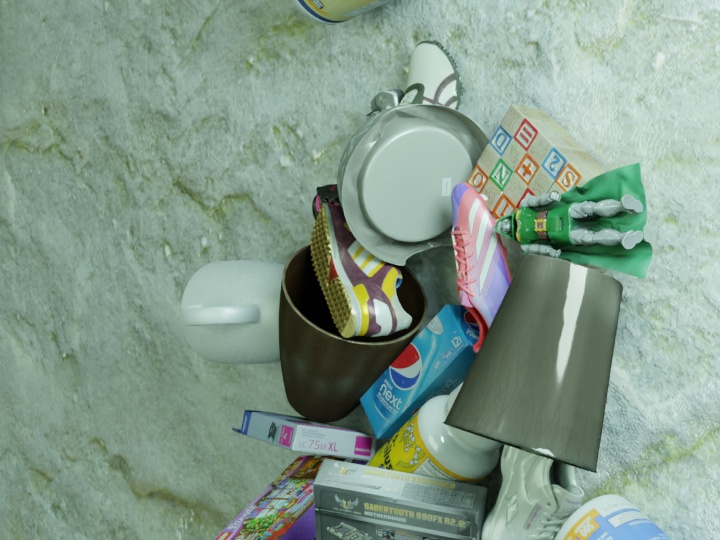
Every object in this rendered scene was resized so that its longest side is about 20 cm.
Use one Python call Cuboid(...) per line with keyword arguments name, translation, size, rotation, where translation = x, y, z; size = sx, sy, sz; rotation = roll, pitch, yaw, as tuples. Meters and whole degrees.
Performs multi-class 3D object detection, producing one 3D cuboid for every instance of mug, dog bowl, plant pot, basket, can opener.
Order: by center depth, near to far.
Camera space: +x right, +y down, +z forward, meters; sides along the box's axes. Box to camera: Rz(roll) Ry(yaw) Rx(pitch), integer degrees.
Cuboid(name="basket", translation=(0.199, 0.094, 1.437), size=(0.180, 0.136, 0.200), rotation=(14, 83, 39))
Cuboid(name="dog bowl", translation=(0.063, -0.108, 1.622), size=(0.059, 0.200, 0.200), rotation=(44, 121, 61))
Cuboid(name="plant pot", translation=(-0.030, 0.097, 1.741), size=(0.187, 0.187, 0.200), rotation=(56, 143, 37))
Cuboid(name="can opener", translation=(0.056, -0.136, 1.744), size=(0.053, 0.067, 0.200), rotation=(-9, 92, 50))
Cuboid(name="mug", translation=(-0.156, 0.059, 1.859), size=(0.175, 0.200, 0.148), rotation=(-1, 90, 43))

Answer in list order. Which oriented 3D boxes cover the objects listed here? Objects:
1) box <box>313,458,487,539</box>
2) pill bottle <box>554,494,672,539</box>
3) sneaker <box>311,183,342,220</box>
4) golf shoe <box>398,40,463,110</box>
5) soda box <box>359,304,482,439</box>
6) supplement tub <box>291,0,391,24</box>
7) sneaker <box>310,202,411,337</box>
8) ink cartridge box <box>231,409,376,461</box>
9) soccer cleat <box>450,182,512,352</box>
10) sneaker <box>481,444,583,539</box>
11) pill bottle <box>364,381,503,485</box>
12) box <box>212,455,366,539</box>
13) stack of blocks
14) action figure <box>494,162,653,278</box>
Cuboid(name="box", translation=(0.046, 0.311, 1.583), size=(0.200, 0.048, 0.159), rotation=(7, 122, 15))
Cuboid(name="pill bottle", translation=(0.293, 0.327, 1.360), size=(0.200, 0.112, 0.112), rotation=(42, 118, 45))
Cuboid(name="sneaker", translation=(-0.017, -0.082, 1.745), size=(0.200, 0.084, 0.077), rotation=(152, 104, -75))
Cuboid(name="golf shoe", translation=(0.078, -0.197, 1.689), size=(0.077, 0.088, 0.200), rotation=(-16, 73, 50))
Cuboid(name="soda box", translation=(0.086, 0.127, 1.661), size=(0.200, 0.068, 0.064), rotation=(-51, 51, 35))
Cuboid(name="supplement tub", translation=(0.004, -0.413, 1.752), size=(0.200, 0.144, 0.145), rotation=(-13, 77, 49))
Cuboid(name="sneaker", translation=(0.000, 0.000, 1.654), size=(0.075, 0.090, 0.200), rotation=(114, 147, -47))
Cuboid(name="ink cartridge box", translation=(-0.078, 0.217, 1.791), size=(0.200, 0.119, 0.042), rotation=(-2, 78, 61))
Cuboid(name="soccer cleat", translation=(0.136, -0.002, 1.561), size=(0.067, 0.076, 0.200), rotation=(179, 70, -79))
Cuboid(name="sneaker", translation=(0.195, 0.274, 1.511), size=(0.100, 0.075, 0.200), rotation=(15, 98, 48))
Cuboid(name="pill bottle", translation=(0.095, 0.220, 1.607), size=(0.200, 0.113, 0.113), rotation=(-50, 51, 36))
Cuboid(name="box", translation=(-0.093, 0.317, 1.770), size=(0.137, 0.200, 0.039), rotation=(-11, 114, 49))
Cuboid(name="stack of blocks", translation=(0.218, -0.084, 1.530), size=(0.200, 0.059, 0.115), rotation=(53, 125, 38))
Cuboid(name="action figure", translation=(0.219, -0.049, 1.443), size=(0.200, 0.055, 0.118), rotation=(-2, 88, 53))
